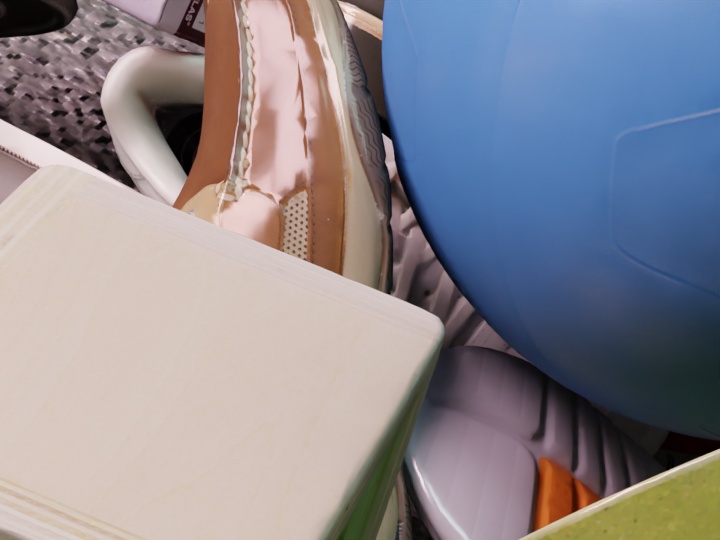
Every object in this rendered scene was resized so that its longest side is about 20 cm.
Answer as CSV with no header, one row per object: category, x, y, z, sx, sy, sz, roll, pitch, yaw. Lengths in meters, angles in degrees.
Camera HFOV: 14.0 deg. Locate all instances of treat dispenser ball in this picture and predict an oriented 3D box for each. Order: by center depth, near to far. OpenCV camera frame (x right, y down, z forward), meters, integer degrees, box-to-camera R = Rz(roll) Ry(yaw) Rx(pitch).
treat dispenser ball,0.105,-0.056,0.758,0.200,0.202,0.201,19,29,-11

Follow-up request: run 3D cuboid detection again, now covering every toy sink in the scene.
toy sink,-0.066,0.086,0.607,0.111,0.131,0.200,22,27,7

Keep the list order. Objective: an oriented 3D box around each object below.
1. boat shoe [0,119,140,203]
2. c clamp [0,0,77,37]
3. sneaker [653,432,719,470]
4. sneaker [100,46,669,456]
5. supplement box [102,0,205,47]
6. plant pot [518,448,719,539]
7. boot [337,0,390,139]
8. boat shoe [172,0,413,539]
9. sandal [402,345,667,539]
boat shoe,-0.100,-0.008,0.825,0.199,0.060,0.072,32,-12,4
c clamp,-0.190,-0.095,0.860,0.199,0.027,0.170,15,-14,-42
sneaker,0.124,0.069,0.880,0.067,0.108,0.201,-38,24,-19
sneaker,0.000,0.000,0.849,0.199,0.075,0.100,31,-9,25
supplement box,-0.035,-0.101,0.951,0.109,0.061,0.200,29,6,31
plant pot,0.115,0.143,0.626,0.186,0.187,0.201,-7,71,-45
boot,0.066,-0.083,0.938,0.077,0.139,0.200,25,-5,31
boat shoe,-0.031,0.015,0.750,0.073,0.076,0.201,-2,74,-11
sandal,0.076,0.107,0.787,0.206,0.059,0.079,40,42,-16
